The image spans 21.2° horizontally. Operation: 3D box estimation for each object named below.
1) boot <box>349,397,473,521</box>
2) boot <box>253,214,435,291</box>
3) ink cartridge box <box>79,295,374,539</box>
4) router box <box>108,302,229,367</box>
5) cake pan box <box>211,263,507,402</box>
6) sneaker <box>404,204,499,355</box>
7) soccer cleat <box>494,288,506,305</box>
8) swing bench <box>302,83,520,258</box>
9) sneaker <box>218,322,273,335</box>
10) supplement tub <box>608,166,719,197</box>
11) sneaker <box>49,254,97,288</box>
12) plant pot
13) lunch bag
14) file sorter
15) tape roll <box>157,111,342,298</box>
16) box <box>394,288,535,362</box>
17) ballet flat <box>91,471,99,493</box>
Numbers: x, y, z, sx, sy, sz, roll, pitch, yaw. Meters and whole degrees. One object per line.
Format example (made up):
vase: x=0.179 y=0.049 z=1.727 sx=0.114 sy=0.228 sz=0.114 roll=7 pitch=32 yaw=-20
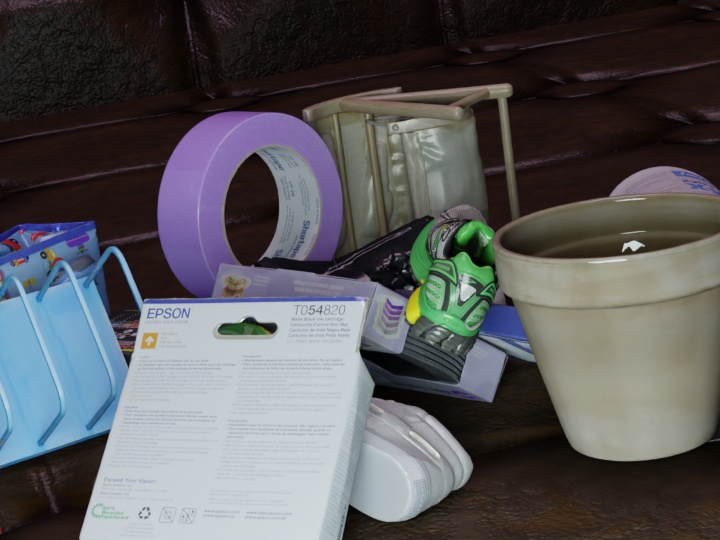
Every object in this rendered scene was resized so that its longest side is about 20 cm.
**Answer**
boot: x=-0.012 y=0.123 z=1.461 sx=0.200 sy=0.074 sz=0.095 roll=32 pitch=24 yaw=27
boot: x=-0.001 y=-0.001 z=1.852 sx=0.162 sy=0.074 sz=0.198 roll=-29 pitch=21 yaw=-14
ink cartridge box: x=-0.091 y=0.116 z=1.405 sx=0.199 sy=0.201 sz=0.041 roll=-1 pitch=-28 yaw=26
router box: x=-0.173 y=0.082 z=1.785 sx=0.199 sy=0.062 sz=0.150 roll=1 pitch=16 yaw=32
cake pan box: x=0.000 y=0.053 z=1.638 sx=0.200 sy=0.052 sz=0.184 roll=7 pitch=-14 yaw=43
sneaker: x=0.090 y=-0.007 z=1.563 sx=0.078 sy=0.085 sz=0.200 roll=27 pitch=23 yaw=-9
soccer cleat: x=0.065 y=0.020 z=1.895 sx=0.077 sy=0.070 sz=0.200 roll=-20 pitch=21 yaw=-31
swing bench: x=0.059 y=-0.087 z=2.042 sx=0.200 sy=0.200 sz=0.130 roll=2 pitch=17 yaw=33
sneaker: x=-0.101 y=0.099 z=1.553 sx=0.083 sy=0.074 sz=0.200 roll=9 pitch=24 yaw=-21
supplement tub: x=0.296 y=-0.016 z=1.769 sx=0.132 sy=0.132 sz=0.200 roll=-8 pitch=15 yaw=-1
sneaker: x=-0.286 y=0.075 z=1.730 sx=0.200 sy=0.078 sz=0.066 roll=-56 pitch=9 yaw=-30
plant pot: x=0.208 y=0.046 z=1.487 sx=0.199 sy=0.174 sz=0.200 roll=-7 pitch=15 yaw=2
lunch bag: x=-0.323 y=0.052 z=1.807 sx=0.094 sy=0.151 sz=0.200 roll=-2 pitch=15 yaw=25
file sorter: x=-0.283 y=0.076 z=1.621 sx=0.200 sy=0.139 sz=0.123 roll=-17 pitch=-14 yaw=-27
tape roll: x=-0.110 y=-0.061 z=1.954 sx=0.066 sy=0.201 sz=0.200 roll=5 pitch=19 yaw=44
box: x=0.112 y=0.052 z=1.678 sx=0.200 sy=0.033 sz=0.121 roll=7 pitch=-11 yaw=40
ballet flat: x=-0.166 y=0.132 z=1.582 sx=0.067 sy=0.064 sz=0.200 roll=-2 pitch=16 yaw=23
